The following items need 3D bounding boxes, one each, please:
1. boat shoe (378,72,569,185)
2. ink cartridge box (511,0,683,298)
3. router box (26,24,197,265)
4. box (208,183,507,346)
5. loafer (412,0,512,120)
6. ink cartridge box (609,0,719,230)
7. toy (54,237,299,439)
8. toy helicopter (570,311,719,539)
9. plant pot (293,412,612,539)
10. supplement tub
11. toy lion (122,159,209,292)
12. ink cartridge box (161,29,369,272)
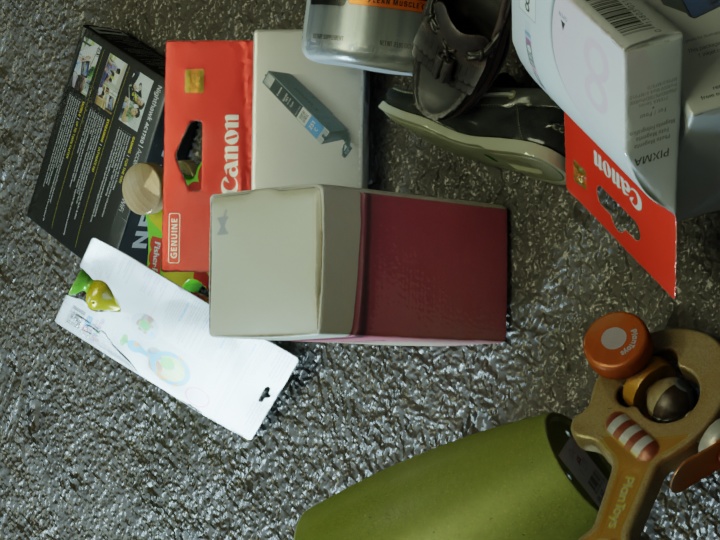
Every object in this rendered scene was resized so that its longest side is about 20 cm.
[{"bbox_3d":[0.095,-0.117,1.455,0.200,0.072,0.068,17,82,47],"label":"boat shoe"},{"bbox_3d":[0.152,-0.097,1.256,0.163,0.057,0.201,-126,29,-51],"label":"ink cartridge box"},{"bbox_3d":[-0.230,-0.109,1.798,0.149,0.051,0.201,35,113,40],"label":"router box"},{"bbox_3d":[0.000,0.000,1.443,0.128,0.200,0.109,-3,85,47],"label":"box"},{"bbox_3d":[0.078,-0.191,1.361,0.072,0.063,0.200,32,120,12],"label":"loafer"},{"bbox_3d":[0.198,-0.152,1.287,0.145,0.087,0.201,103,149,-60],"label":"ink cartridge box"},{"bbox_3d":[-0.153,0.049,1.640,0.200,0.047,0.115,29,132,-3],"label":"toy"},{"bbox_3d":[0.197,0.129,1.277,0.132,0.079,0.201,10,62,30],"label":"toy helicopter"},{"bbox_3d":[0.087,0.195,1.380,0.200,0.187,0.188,-38,60,21],"label":"plant pot"},{"bbox_3d":[0.025,-0.255,1.487,0.122,0.122,0.201,11,95,46],"label":"supplement tub"},{"bbox_3d":[-0.124,-0.012,1.680,0.191,0.069,0.201,16,103,36],"label":"toy lion"},{"bbox_3d":[-0.081,-0.096,1.580,0.175,0.045,0.201,0,87,7],"label":"ink cartridge box"}]
